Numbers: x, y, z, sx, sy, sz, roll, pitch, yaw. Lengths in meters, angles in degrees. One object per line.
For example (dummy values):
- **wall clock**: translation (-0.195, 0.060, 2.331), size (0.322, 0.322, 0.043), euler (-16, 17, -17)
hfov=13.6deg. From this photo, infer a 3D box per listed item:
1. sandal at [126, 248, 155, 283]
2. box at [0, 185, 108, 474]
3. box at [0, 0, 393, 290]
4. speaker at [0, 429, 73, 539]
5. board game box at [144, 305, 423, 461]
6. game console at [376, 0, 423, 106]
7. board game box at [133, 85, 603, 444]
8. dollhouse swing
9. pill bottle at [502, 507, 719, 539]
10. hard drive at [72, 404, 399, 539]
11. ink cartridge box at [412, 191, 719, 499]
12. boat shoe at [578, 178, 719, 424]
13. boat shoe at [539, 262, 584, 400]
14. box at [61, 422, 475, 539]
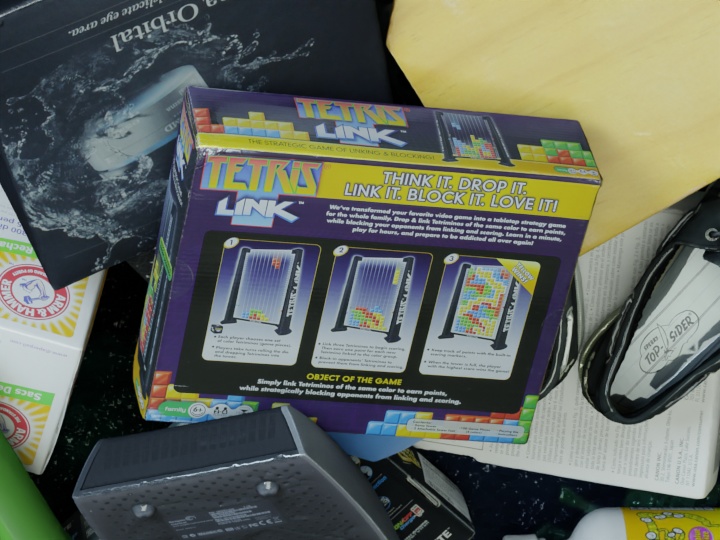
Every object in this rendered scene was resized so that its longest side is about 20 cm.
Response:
- **sandal**: translation (-0.125, -0.050, 1.610), size (0.076, 0.043, 0.200), euler (-32, 110, 17)
- **box**: translation (-0.238, 0.011, 1.569), size (0.199, 0.113, 0.102), euler (16, 133, -7)
- **box**: translation (-0.099, -0.124, 1.459), size (0.196, 0.118, 0.200), euler (-24, 143, -9)
- **speaker**: translation (-0.209, 0.113, 1.525), size (0.088, 0.089, 0.200), euler (-22, 130, 5)
- **board game box**: translation (-0.016, 0.010, 1.538), size (0.199, 0.039, 0.158), euler (18, 115, -27)
- **game console**: translation (0.074, -0.179, 1.578), size (0.200, 0.031, 0.177), euler (-41, 104, 10)
- **board game box**: translation (0.000, 0.000, 1.463), size (0.199, 0.057, 0.166), euler (5, 124, -14)
- **dollhouse swing**: translation (0.134, -0.135, 1.526), size (0.175, 0.182, 0.200), euler (-25, 110, 27)
- **pill bottle**: translation (0.178, 0.182, 1.650), size (0.199, 0.104, 0.105), euler (0, 107, -2)
- **hard drive**: translation (-0.053, 0.130, 1.527), size (0.134, 0.042, 0.200), euler (-11, 149, 15)
- **ink cartridge box**: translation (0.104, 0.029, 1.644), size (0.199, 0.050, 0.162), euler (9, 107, 15)
- **boat shoe**: translation (0.187, 0.004, 1.554), size (0.199, 0.066, 0.075), euler (-43, 98, 14)
- **boat shoe**: translation (0.080, -0.029, 1.574), size (0.075, 0.060, 0.201), euler (-11, 105, 15)
- **box**: translation (-0.061, 0.152, 1.645), size (0.200, 0.046, 0.159), euler (-43, 117, 12)
